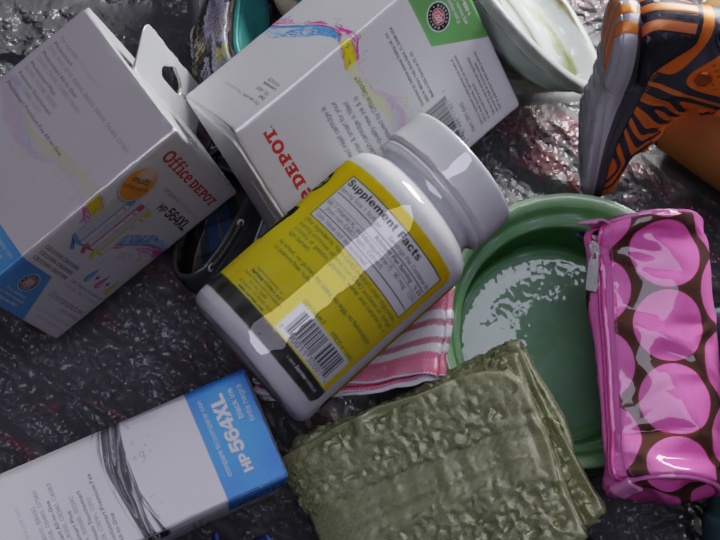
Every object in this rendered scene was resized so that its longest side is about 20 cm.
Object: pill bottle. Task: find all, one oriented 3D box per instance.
[{"bbox_3d":[-0.003,-0.005,1.036,0.200,0.114,0.114,-41,84,-9],"label":"pill bottle"}]

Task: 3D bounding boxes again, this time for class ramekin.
[{"bbox_3d":[0.149,0.051,1.154,0.198,0.098,0.202,1,78,-5],"label":"ramekin"}]

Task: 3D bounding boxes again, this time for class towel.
[{"bbox_3d":[0.056,0.151,1.073,0.199,0.036,0.149,-25,85,10],"label":"towel"},{"bbox_3d":[0.000,0.000,1.121,0.145,0.030,0.201,-8,54,22],"label":"towel"}]

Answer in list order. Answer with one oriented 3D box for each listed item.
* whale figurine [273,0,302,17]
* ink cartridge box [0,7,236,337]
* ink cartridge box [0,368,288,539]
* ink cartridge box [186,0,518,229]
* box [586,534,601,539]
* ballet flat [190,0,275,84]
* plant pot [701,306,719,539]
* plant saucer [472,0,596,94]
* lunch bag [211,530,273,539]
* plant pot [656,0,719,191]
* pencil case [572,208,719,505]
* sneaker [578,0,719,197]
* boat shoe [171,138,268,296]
[{"bbox_3d":[0.004,-0.263,1.192,0.159,0.103,0.201,32,56,-32],"label":"whale figurine"},{"bbox_3d":[-0.196,-0.074,1.098,0.200,0.129,0.126,-38,68,2],"label":"ink cartridge box"},{"bbox_3d":[-0.158,0.153,1.077,0.199,0.146,0.085,-22,82,-10],"label":"ink cartridge box"},{"bbox_3d":[-0.004,-0.121,1.104,0.200,0.145,0.084,-40,40,-11],"label":"ink cartridge box"},{"bbox_3d":[0.178,0.306,1.114,0.142,0.036,0.201,25,74,-18],"label":"box"},{"bbox_3d":[-0.097,-0.218,1.198,0.071,0.072,0.202,11,55,-3],"label":"ballet flat"},{"bbox_3d":[0.328,0.118,1.085,0.198,0.200,0.198,-4,91,-7],"label":"plant pot"},{"bbox_3d":[0.105,-0.205,1.181,0.050,0.200,0.201,-38,83,24],"label":"plant saucer"},{"bbox_3d":[-0.064,0.274,1.063,0.132,0.136,0.201,-28,83,-8],"label":"lunch bag"},{"bbox_3d":[0.315,-0.133,1.173,0.139,0.200,0.201,24,76,16],"label":"plant pot"},{"bbox_3d":[0.197,0.060,1.063,0.093,0.090,0.202,7,73,-40],"label":"pencil case"},{"bbox_3d":[0.218,-0.114,1.097,0.111,0.200,0.078,2,61,-2],"label":"sneaker"},{"bbox_3d":[-0.091,-0.073,1.167,0.068,0.057,0.202,8,77,28],"label":"boat shoe"}]
